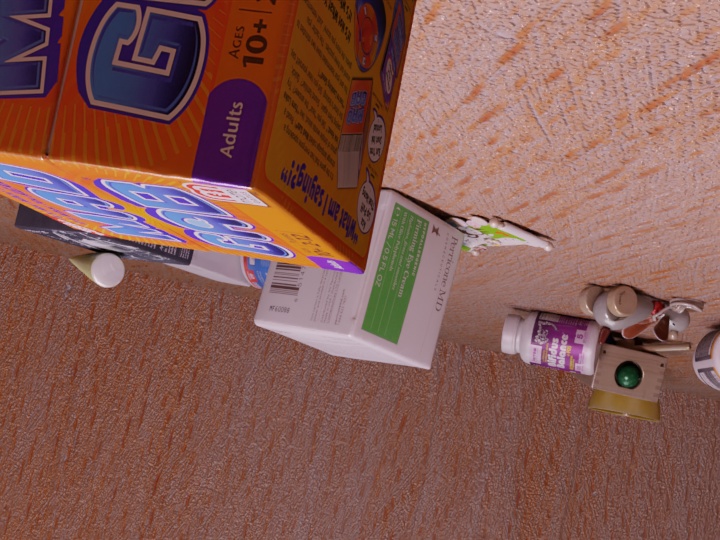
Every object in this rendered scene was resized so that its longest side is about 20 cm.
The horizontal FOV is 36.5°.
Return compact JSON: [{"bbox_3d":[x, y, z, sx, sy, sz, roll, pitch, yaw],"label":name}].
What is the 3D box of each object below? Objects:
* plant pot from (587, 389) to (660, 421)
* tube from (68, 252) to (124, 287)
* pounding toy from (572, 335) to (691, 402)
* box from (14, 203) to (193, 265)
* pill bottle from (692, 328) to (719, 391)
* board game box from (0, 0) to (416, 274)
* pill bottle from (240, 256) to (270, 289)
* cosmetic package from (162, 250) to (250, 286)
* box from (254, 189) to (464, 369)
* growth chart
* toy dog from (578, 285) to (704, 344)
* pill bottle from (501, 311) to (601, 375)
[{"bbox_3d":[0.741,0.329,3.028,0.197,0.144,0.200,11,172,2],"label":"plant pot"},{"bbox_3d":[-0.407,-0.005,1.705,0.058,0.052,0.200,57,164,-15],"label":"tube"},{"bbox_3d":[0.592,0.198,2.398,0.181,0.144,0.200,13,-176,-5],"label":"pounding toy"},{"bbox_3d":[-0.374,-0.093,1.639,0.198,0.126,0.196,5,169,42],"label":"box"},{"bbox_3d":[0.656,0.156,1.926,0.115,0.118,0.200,11,174,5],"label":"pill bottle"},{"bbox_3d":[-0.094,-0.127,0.576,0.197,0.203,0.200,9,172,15],"label":"board game box"},{"bbox_3d":[-0.096,-0.017,1.814,0.198,0.114,0.112,5,171,40],"label":"pill bottle"},{"bbox_3d":[-0.258,-0.050,1.824,0.080,0.115,0.199,7,169,31],"label":"cosmetic package"},{"bbox_3d":[-0.001,0.010,1.474,0.198,0.202,0.170,5,166,44],"label":"box"},{"bbox_3d":[0.168,-0.049,1.521,0.143,0.018,0.199,17,170,-30],"label":"growth chart"},{"bbox_3d":[0.452,0.087,1.787,0.197,0.098,0.132,12,173,-3],"label":"toy dog"},{"bbox_3d":[0.400,0.148,2.290,0.197,0.114,0.112,9,172,18],"label":"pill bottle"}]
